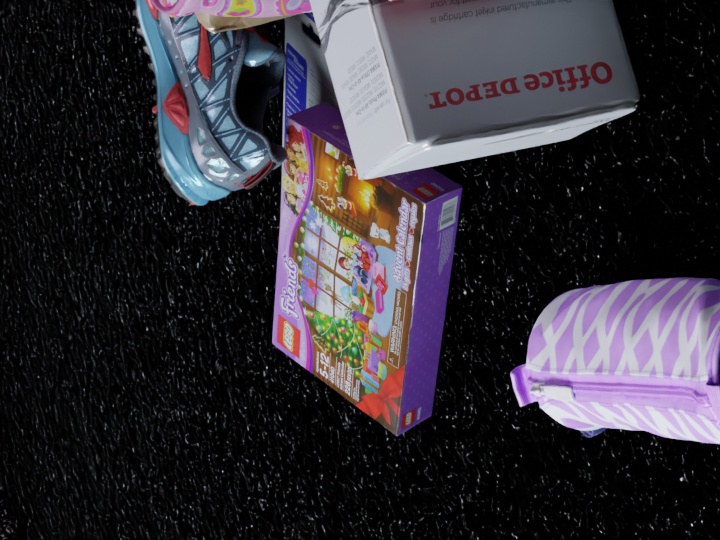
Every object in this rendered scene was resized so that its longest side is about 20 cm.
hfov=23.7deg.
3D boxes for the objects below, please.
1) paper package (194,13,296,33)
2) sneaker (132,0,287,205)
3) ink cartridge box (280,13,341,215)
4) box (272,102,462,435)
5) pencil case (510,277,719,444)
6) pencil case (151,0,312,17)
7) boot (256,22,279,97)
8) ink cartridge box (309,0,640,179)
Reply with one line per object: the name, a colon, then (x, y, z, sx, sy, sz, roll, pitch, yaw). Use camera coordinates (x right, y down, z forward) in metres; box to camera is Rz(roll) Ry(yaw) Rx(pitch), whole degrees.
paper package: (-0.081, -0.296, 1.116, 0.200, 0.103, 0.191, 103, 146, -48)
sneaker: (-0.094, -0.149, 1.191, 0.079, 0.095, 0.201, 13, -115, -68)
ink cartridge box: (-0.023, -0.100, 1.260, 0.099, 0.039, 0.201, -130, 34, -48)
box: (0.000, 0.000, 1.206, 0.137, 0.039, 0.201, 34, 134, 35)
pencil case: (0.155, 0.046, 0.866, 0.200, 0.085, 0.084, -8, 96, 66)
pencil case: (-0.031, -0.198, 1.028, 0.087, 0.199, 0.088, 29, 125, 55)
boot: (-0.094, -0.238, 1.278, 0.187, 0.064, 0.201, -106, 16, -67)
ink cartridge box: (0.049, -0.161, 0.926, 0.083, 0.145, 0.201, -28, 76, 65)
